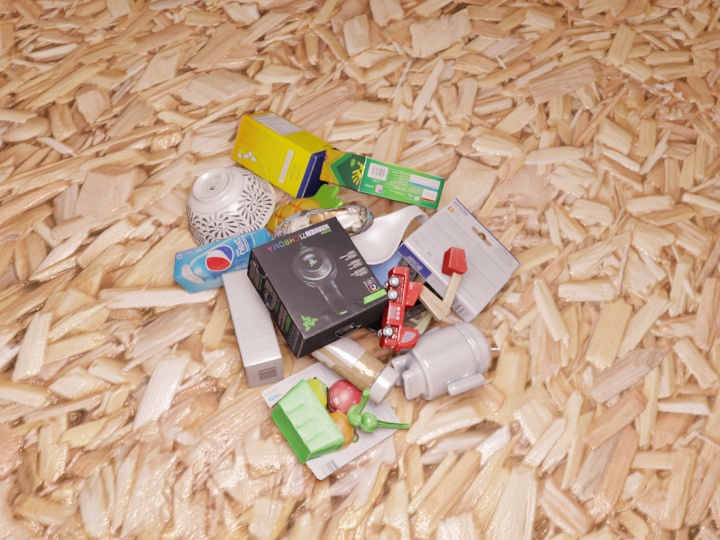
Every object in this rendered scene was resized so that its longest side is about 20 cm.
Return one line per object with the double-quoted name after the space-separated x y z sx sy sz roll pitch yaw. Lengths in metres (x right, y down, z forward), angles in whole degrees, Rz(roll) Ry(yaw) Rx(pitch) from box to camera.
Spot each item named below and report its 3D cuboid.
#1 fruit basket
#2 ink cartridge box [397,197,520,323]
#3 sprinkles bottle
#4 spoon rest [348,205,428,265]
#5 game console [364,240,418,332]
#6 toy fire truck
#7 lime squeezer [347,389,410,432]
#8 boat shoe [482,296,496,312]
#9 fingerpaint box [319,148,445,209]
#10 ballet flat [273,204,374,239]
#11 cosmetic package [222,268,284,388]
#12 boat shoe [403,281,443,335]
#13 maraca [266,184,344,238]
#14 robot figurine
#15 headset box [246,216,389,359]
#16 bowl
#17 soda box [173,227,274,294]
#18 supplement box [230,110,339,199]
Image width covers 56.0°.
-0.050 0.251 1.210 0.200 0.094 0.185 -22 67 -41 "fruit basket"
0.197 -0.025 1.335 0.200 0.041 0.200 46 49 5 "ink cartridge box"
-0.028 0.154 1.207 0.200 0.068 0.068 35 61 11 "sprinkles bottle"
0.056 -0.076 1.329 0.200 0.061 0.099 -32 62 -31 "spoon rest"
0.000 0.000 1.341 0.200 0.118 0.171 28 99 13 "game console"
0.112 0.051 1.215 0.141 0.049 0.200 10 76 -9 "toy fire truck"
0.019 0.246 1.157 0.071 0.200 0.038 -35 53 4 "lime squeezer"
0.192 0.005 1.390 0.200 0.071 0.069 37 59 8 "boat shoe"
0.044 -0.188 1.405 0.200 0.073 0.167 9 9 -33 "fingerpaint box"
-0.075 -0.086 1.285 0.200 0.072 0.072 -11 57 9 "ballet flat"
-0.202 0.106 1.272 0.071 0.101 0.200 -13 58 -12 "cosmetic package"
0.112 0.062 1.306 0.072 0.066 0.201 -9 24 31 "boat shoe"
-0.114 -0.096 1.380 0.200 0.107 0.137 -37 46 19 "maraca"
0.157 0.165 1.253 0.200 0.113 0.170 -20 42 -16 "robot figurine"
-0.073 0.033 1.176 0.174 0.093 0.200 -23 68 -25 "headset box"
-0.285 -0.150 1.399 0.201 0.094 0.201 -9 54 13 "bowl"
-0.261 -0.017 1.326 0.200 0.068 0.064 -15 56 13 "soda box"
-0.165 -0.254 1.483 0.200 0.110 0.109 32 29 16 "supplement box"
